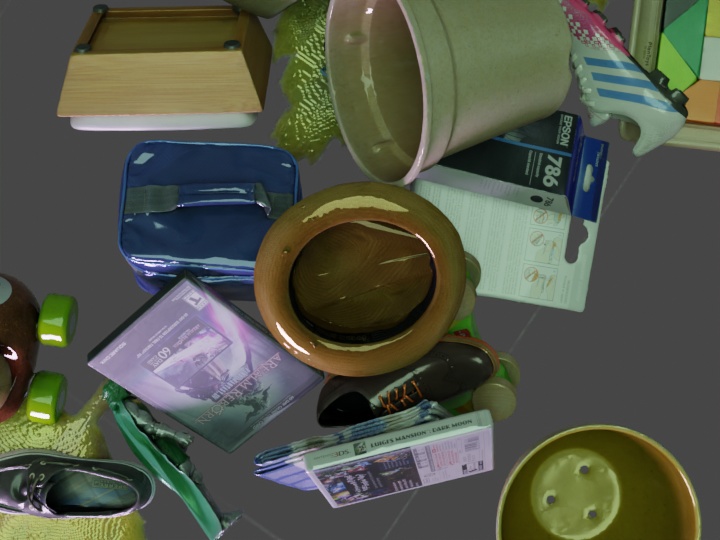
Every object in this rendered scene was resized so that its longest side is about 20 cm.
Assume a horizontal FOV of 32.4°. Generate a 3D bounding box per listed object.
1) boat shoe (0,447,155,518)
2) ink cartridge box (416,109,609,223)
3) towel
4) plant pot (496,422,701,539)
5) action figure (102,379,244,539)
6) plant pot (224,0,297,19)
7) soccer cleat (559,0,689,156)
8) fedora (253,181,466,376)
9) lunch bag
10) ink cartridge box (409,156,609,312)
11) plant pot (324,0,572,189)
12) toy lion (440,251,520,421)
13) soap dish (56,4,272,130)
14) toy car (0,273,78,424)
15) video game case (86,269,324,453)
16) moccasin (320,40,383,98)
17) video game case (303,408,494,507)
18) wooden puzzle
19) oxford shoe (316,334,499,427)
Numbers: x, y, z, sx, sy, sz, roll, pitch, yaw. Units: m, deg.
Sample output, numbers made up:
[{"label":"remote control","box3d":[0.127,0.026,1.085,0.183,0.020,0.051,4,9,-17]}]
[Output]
[{"label":"boat shoe","box3d":[-0.317,0.231,1.299,0.197,0.066,0.071,5,94,0]},{"label":"ink cartridge box","box3d":[0.153,-0.120,1.237,0.197,0.039,0.101,14,65,0]},{"label":"towel","box3d":[0.006,0.178,1.242,0.198,0.147,0.024,-20,67,15]},{"label":"plant pot","box3d":[0.229,0.244,1.257,0.197,0.142,0.203,0,93,1]},{"label":"action figure","box3d":[-0.201,0.191,1.289,0.055,0.118,0.200,-40,84,-20]},{"label":"plant pot","box3d":[-0.086,-0.327,1.200,0.199,0.200,0.135,-33,101,3]},{"label":"soccer cleat","box3d":[0.240,-0.201,1.250,0.086,0.070,0.200,-46,75,16]},{"label":"fedora","box3d":[0.000,0.000,1.163,0.197,0.082,0.204,0,110,-1]},{"label":"lunch bag","box3d":[-0.140,-0.049,1.230,0.197,0.132,0.138,1,76,0]},{"label":"ink cartridge box","box3d":[0.146,-0.053,1.290,0.197,0.050,0.165,9,94,-5]},{"label":"plant pot","box3d":[0.090,-0.193,1.153,0.181,0.200,0.204,-14,94,-23]},{"label":"toy lion","box3d":[0.048,0.073,1.270,0.189,0.069,0.202,-16,115,20]},{"label":"soap dish","box3d":[-0.190,-0.204,1.223,0.197,0.158,0.082,-1,122,1]},{"label":"toy car","box3d":[-0.387,0.088,1.223,0.162,0.200,0.160,9,94,0]},{"label":"video game case","box3d":[-0.152,0.097,1.244,0.142,0.019,0.200,-39,125,18]},{"label":"moccasin","box3d":[-0.005,-0.229,1.269,0.067,0.080,0.203,-3,80,6]},{"label":"video game case","box3d":[0.044,0.190,1.232,0.179,0.200,0.024,-14,69,1]},{"label":"wooden puzzle","box3d":[0.373,-0.217,1.277,0.197,0.037,0.188,6,94,0]},{"label":"oxford shoe","box3d":[0.045,0.119,1.223,0.198,0.073,0.072,-19,114,30]}]
